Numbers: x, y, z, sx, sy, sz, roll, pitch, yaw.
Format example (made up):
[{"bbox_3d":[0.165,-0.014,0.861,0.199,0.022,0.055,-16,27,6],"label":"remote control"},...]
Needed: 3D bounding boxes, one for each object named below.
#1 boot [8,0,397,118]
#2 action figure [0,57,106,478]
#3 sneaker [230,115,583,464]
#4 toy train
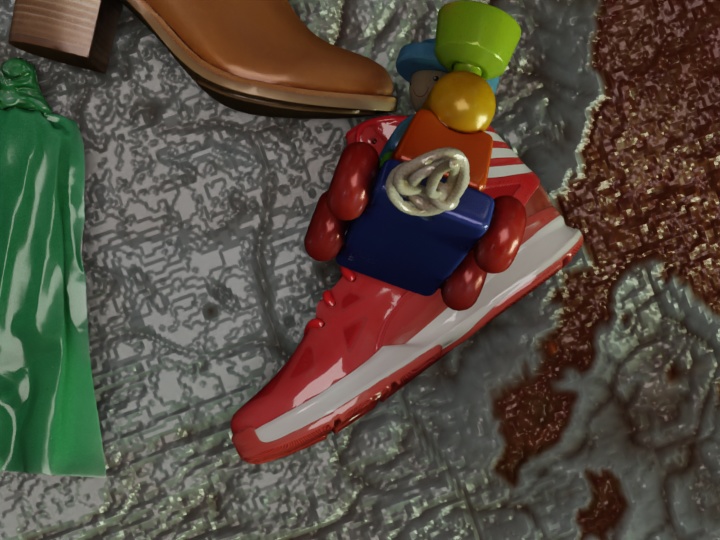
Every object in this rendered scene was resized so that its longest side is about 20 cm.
[{"bbox_3d":[-0.062,-0.161,0.968,0.198,0.074,0.156,15,87,-6],"label":"boot"},{"bbox_3d":[-0.172,-0.004,0.975,0.117,0.055,0.202,4,85,-1],"label":"action figure"},{"bbox_3d":[0.000,0.000,0.983,0.199,0.078,0.116,-34,85,-13],"label":"sneaker"},{"bbox_3d":[0.040,-0.065,0.862,0.084,0.200,0.117,19,73,-4],"label":"toy train"}]
